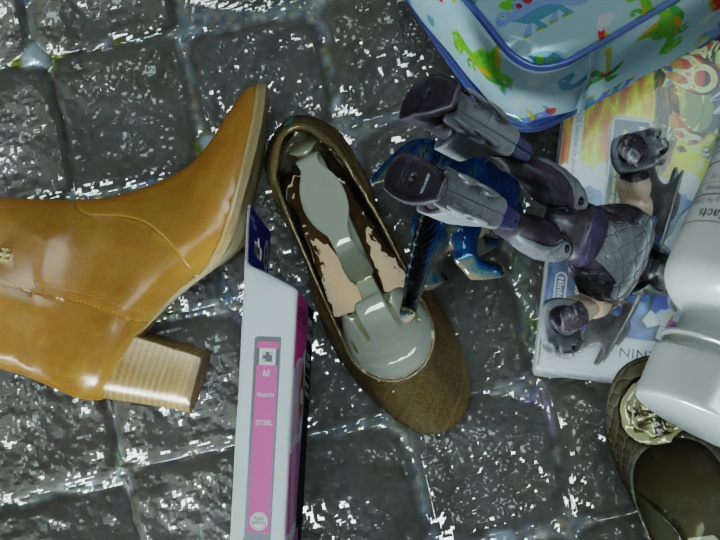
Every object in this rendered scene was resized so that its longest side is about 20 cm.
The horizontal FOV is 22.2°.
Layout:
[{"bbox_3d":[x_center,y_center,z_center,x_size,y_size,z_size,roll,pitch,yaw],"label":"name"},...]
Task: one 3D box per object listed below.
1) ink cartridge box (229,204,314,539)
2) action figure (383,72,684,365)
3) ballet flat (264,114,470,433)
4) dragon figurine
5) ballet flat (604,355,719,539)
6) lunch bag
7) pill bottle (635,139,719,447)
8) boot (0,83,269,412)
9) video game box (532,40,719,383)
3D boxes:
[{"bbox_3d":[-0.048,0.070,1.014,0.037,0.095,0.202,0,82,4],"label":"ink cartridge box"},{"bbox_3d":[0.104,-0.025,0.954,0.199,0.069,0.131,26,74,-30],"label":"action figure"},{"bbox_3d":[0.000,0.000,1.032,0.067,0.072,0.201,-25,81,4],"label":"ballet flat"},{"bbox_3d":[0.048,-0.045,1.005,0.059,0.200,0.100,-11,107,40],"label":"dragon figurine"},{"bbox_3d":[0.181,0.144,0.992,0.067,0.046,0.201,-15,94,12],"label":"ballet flat"},{"bbox_3d":[0.123,-0.182,1.011,0.199,0.083,0.161,-31,68,-17],"label":"lunch bag"},{"bbox_3d":[0.221,-0.008,0.945,0.114,0.114,0.201,24,81,7],"label":"pill bottle"},{"bbox_3d":[-0.139,-0.026,1.046,0.143,0.071,0.203,17,89,3],"label":"boot"},{"bbox_3d":[0.198,-0.029,1.036,0.181,0.047,0.202,7,83,3],"label":"video game box"}]
